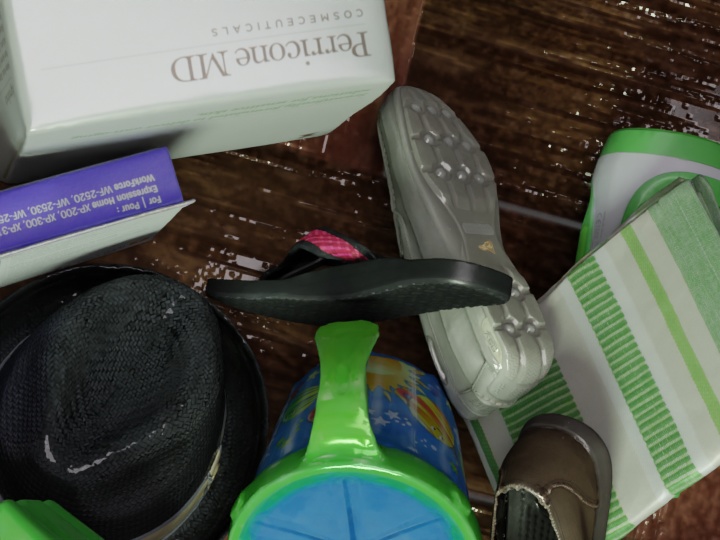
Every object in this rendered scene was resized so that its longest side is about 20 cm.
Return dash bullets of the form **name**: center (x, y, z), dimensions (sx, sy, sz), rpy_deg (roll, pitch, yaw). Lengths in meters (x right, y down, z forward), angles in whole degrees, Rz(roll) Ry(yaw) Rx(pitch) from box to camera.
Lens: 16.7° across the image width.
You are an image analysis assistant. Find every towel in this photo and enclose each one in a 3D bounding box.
- **towel**: center (0.140, 0.062, 1.330), dimensions (0.023, 0.200, 0.153), rpy_deg (14, 44, -45)

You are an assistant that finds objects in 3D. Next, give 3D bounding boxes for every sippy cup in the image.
- **sippy cup**: center (0.001, 0.117, 1.325), dimensions (0.139, 0.131, 0.178), rpy_deg (27, 122, -14)

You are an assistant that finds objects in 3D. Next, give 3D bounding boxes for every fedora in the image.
- **fedora**: center (-0.133, 0.070, 1.304), dimensions (0.199, 0.092, 0.202), rpy_deg (7, 60, -12)

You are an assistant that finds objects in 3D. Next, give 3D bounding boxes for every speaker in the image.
- **speaker**: center (0.161, 0.024, 1.399), dimensions (0.088, 0.088, 0.201), rpy_deg (11, 82, -9)

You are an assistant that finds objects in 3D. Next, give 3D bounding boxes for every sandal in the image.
- **sandal**: center (0.000, 0.000, 1.334), dimensions (0.075, 0.199, 0.045), rpy_deg (17, 72, -47)

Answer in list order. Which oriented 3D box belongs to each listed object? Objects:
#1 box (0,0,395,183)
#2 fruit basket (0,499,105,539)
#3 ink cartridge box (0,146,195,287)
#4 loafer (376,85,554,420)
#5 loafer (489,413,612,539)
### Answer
- **box**: center (-0.106, -0.152, 1.309), dimensions (0.198, 0.200, 0.172), rpy_deg (-9, 88, -13)
- **fruit basket**: center (-0.158, 0.238, 1.203), dimensions (0.214, 0.156, 0.217), rpy_deg (-1, 84, 8)
- **ink cartridge box**: center (-0.193, -0.016, 1.277), dimensions (0.197, 0.200, 0.044), rpy_deg (-17, 89, -12)
- **loafer**: center (0.046, -0.012, 1.376), dimensions (0.070, 0.070, 0.201), rpy_deg (9, 52, -39)
- **loafer**: center (0.090, 0.177, 1.303), dimensions (0.071, 0.073, 0.201), rpy_deg (-32, 125, -51)
